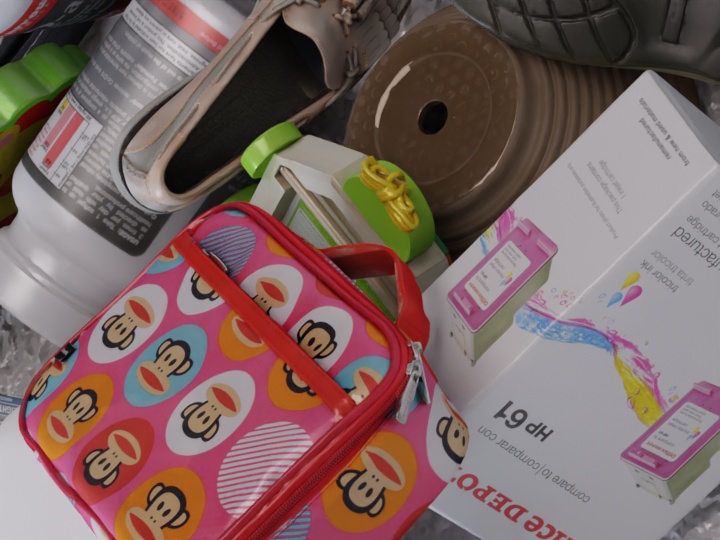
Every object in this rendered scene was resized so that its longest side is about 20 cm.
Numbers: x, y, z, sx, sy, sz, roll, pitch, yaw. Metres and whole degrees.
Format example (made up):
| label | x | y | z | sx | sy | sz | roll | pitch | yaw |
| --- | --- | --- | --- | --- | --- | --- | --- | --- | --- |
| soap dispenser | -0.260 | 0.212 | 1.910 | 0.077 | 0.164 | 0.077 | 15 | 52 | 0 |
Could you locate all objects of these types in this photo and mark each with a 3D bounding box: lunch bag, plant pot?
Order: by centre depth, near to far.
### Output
| label | x | y | z | sx | sy | sz | roll | pitch | yaw |
| --- | --- | --- | --- | --- | --- | --- | --- | --- | --- |
| lunch bag | -0.043 | 0.058 | 1.039 | 0.176 | 0.082 | 0.200 | -43 | 36 | -5 |
| plant pot | 0.060 | -0.059 | 1.189 | 0.201 | 0.093 | 0.201 | -12 | 68 | 32 |

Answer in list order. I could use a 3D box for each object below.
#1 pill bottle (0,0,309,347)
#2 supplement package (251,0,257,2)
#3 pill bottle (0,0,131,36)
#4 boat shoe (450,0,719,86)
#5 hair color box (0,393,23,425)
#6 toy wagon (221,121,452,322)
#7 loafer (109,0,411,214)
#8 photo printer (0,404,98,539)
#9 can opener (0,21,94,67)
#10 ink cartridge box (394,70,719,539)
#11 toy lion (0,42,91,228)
| label | x | y | z | sx | sy | sz | roll | pitch | yaw |
| --- | --- | --- | --- | --- | --- | --- | --- | --- | --- |
| pill bottle | -0.115 | -0.056 | 1.299 | 0.200 | 0.116 | 0.116 | -53 | 52 | 8 |
| supplement package | -0.010 | -0.235 | 1.288 | 0.200 | 0.117 | 0.118 | -12 | 67 | 33 |
| pill bottle | -0.194 | -0.183 | 1.292 | 0.116 | 0.200 | 0.116 | 7 | 104 | 26 |
| boat shoe | 0.131 | -0.127 | 1.139 | 0.200 | 0.074 | 0.076 | 20 | 100 | 12 |
| hair color box | -0.264 | 0.109 | 1.294 | 0.200 | 0.100 | 0.061 | -23 | 60 | 50 |
| toy wagon | 0.000 | 0.000 | 1.162 | 0.155 | 0.040 | 0.200 | 52 | 152 | 11 |
| loafer | -0.037 | -0.099 | 1.206 | 0.200 | 0.072 | 0.063 | -44 | 20 | -9 |
| photo printer | -0.123 | 0.158 | 1.153 | 0.166 | 0.069 | 0.200 | 10 | 80 | 38 |
| can opener | -0.202 | -0.127 | 1.427 | 0.200 | 0.079 | 0.063 | -46 | 59 | -2 |
| ink cartridge box | 0.113 | 0.035 | 1.072 | 0.200 | 0.144 | 0.085 | -45 | 38 | 15 |
| toy lion | -0.222 | -0.044 | 1.331 | 0.069 | 0.200 | 0.192 | 45 | 116 | 12 |
